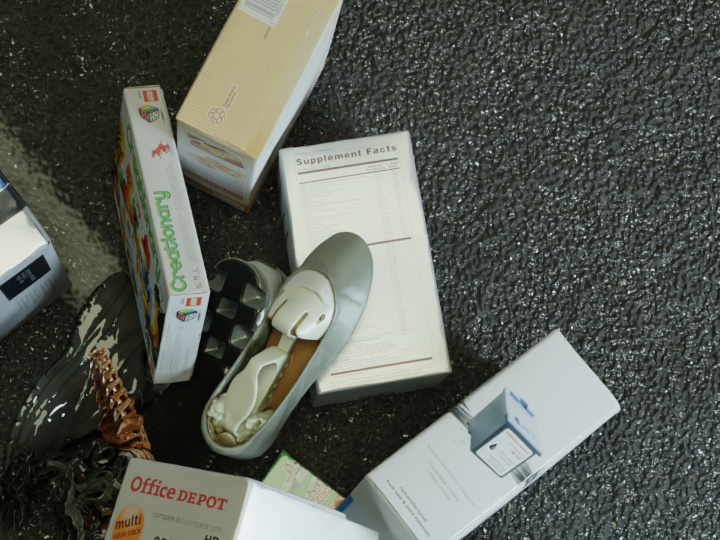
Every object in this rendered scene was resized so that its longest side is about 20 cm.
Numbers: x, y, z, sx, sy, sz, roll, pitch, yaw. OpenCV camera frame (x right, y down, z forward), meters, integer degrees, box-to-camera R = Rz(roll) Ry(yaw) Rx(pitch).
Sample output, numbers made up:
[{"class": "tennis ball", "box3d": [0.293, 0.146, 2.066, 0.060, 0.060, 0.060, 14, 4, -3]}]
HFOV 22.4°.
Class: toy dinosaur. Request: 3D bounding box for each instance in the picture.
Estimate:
[{"class": "toy dinosaur", "box3d": [-0.208, 0.166, 1.436, 0.135, 0.102, 0.201, -13, 88, -45]}]

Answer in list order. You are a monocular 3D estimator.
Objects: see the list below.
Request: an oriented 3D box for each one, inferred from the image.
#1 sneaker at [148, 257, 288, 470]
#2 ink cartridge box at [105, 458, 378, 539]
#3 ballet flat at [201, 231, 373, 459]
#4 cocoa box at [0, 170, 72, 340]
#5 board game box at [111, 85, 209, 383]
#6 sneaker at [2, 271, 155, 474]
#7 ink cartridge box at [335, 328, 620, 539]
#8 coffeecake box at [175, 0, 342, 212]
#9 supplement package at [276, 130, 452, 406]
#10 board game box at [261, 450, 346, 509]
[{"class": "sneaker", "box3d": [-0.105, 0.087, 1.490, 0.074, 0.088, 0.201, 30, 103, 25]}, {"class": "ink cartridge box", "box3d": [-0.108, 0.259, 1.357, 0.144, 0.147, 0.201, 28, 73, -42]}, {"class": "ballet flat", "box3d": [-0.056, 0.059, 1.398, 0.067, 0.064, 0.201, 34, 98, 22]}, {"class": "cocoa box", "box3d": [-0.321, -0.017, 1.420, 0.133, 0.200, 0.131, -37, 85, -9]}, {"class": "board game box", "box3d": [-0.160, -0.029, 1.440, 0.034, 0.127, 0.201, -6, 57, -17]}, {"class": "sneaker", "box3d": [-0.218, 0.102, 1.476, 0.091, 0.076, 0.201, 33, 80, -3]}, {"class": "ink cartridge box", "box3d": [0.090, 0.151, 1.440, 0.200, 0.147, 0.086, -37, 82, -21]}, {"class": "coffeecake box", "box3d": [-0.084, -0.147, 1.465, 0.073, 0.200, 0.154, 26, 78, -1]}, {"class": "supplement package", "box3d": [0.000, 0.000, 1.492, 0.113, 0.110, 0.201, -8, 81, -5]}, {"class": "board game box", "box3d": [-0.068, 0.267, 1.481, 0.134, 0.029, 0.200, 36, 79, 3]}]
